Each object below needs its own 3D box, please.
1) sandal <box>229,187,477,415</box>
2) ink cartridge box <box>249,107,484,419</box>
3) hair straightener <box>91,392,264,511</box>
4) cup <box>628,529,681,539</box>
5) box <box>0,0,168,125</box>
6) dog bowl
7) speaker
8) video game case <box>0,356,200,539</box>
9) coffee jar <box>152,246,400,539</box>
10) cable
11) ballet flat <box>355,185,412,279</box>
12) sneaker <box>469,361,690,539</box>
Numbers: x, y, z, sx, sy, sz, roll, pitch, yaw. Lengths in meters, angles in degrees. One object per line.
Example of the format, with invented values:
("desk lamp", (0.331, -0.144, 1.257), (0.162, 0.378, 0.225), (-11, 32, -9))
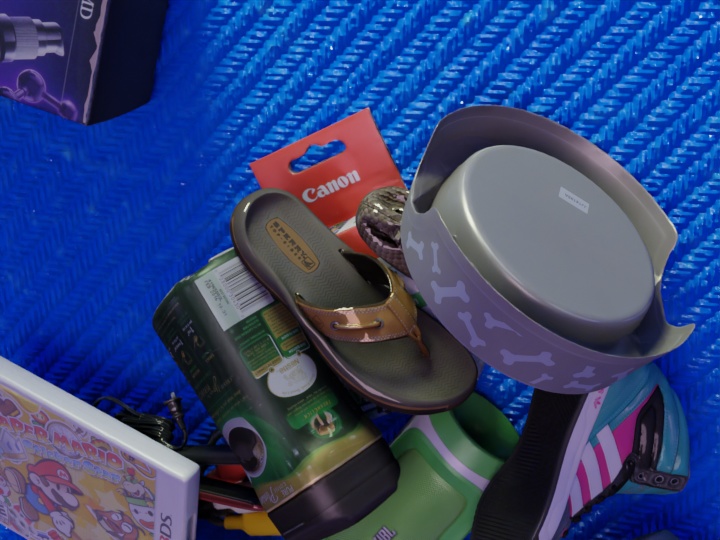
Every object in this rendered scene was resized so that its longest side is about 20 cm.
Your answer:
("sandal", (-0.002, 0.015, 0.779), (0.200, 0.082, 0.055), (47, 147, 4))
("ink cartridge box", (0.000, 0.000, 0.846), (0.108, 0.050, 0.202), (-22, 101, 21))
("hair straightener", (-0.143, 0.131, 0.917), (0.198, 0.041, 0.078), (5, 96, 36))
("cup", (0.193, 0.264, 0.820), (0.199, 0.200, 0.145), (-25, 75, 21))
("box", (-0.237, -0.206, 0.816), (0.198, 0.104, 0.150), (19, 111, 9))
("dog bowl", (0.113, -0.012, 0.738), (0.199, 0.200, 0.059), (38, 130, 1))
("speaker", (0.032, 0.181, 0.879), (0.088, 0.088, 0.201), (39, 113, 0))
("video game case", (-0.215, 0.176, 0.934), (0.198, 0.023, 0.184), (25, 131, 18))
("coffee jar", (-0.057, 0.088, 0.820), (0.201, 0.085, 0.104), (58, 147, 6))
("cable", (-0.131, 0.185, 0.944), (0.198, 0.050, 0.098), (-25, 94, 22))
("ballet flat", (0.086, 0.002, 0.795), (0.199, 0.046, 0.068), (30, 85, -15))
("sneaker", (0.157, 0.144, 0.808), (0.120, 0.084, 0.202), (23, 92, -25))
